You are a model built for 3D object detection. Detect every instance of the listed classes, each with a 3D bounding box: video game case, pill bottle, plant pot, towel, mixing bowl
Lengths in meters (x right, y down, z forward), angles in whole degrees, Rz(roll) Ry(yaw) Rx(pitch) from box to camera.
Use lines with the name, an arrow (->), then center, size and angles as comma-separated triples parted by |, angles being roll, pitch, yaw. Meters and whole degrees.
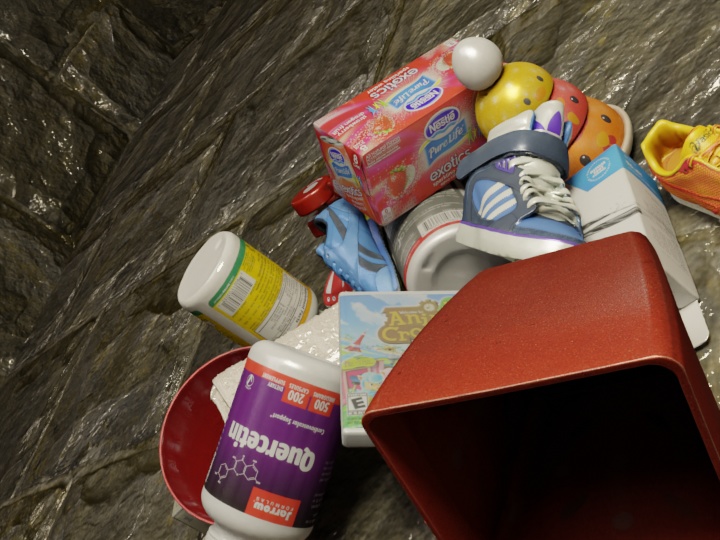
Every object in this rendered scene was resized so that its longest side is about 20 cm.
video game case -> 0.079, 0.081, 0.785 | 0.183, 0.196, 0.022 | -93, 3, -53
pill bottle -> -0.124, 0.048, 1.125 | 0.112, 0.199, 0.114 | -39, 29, 28
pill bottle -> -0.080, 0.176, 0.828 | 0.112, 0.111, 0.203 | 11, 82, 62
plant pot -> 0.146, 0.089, 0.600 | 0.197, 0.201, 0.177 | -16, 31, 29
pill bottle -> 0.085, -0.038, 0.970 | 0.114, 0.113, 0.201 | -47, 26, 14
towel -> -0.055, 0.121, 0.931 | 0.198, 0.035, 0.133 | -32, 59, -4
mixing bowl -> -0.114, 0.200, 0.986 | 0.196, 0.109, 0.203 | -6, 59, 10

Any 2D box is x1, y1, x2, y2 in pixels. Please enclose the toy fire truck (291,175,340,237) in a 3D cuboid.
toy fire truck -> 0.013, -0.110, 1.206 | 0.199, 0.113, 0.168 | -21, 22, 47

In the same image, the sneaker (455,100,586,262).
sneaker -> 0.152, -0.079, 0.760 | 0.200, 0.079, 0.149 | -152, 80, -72

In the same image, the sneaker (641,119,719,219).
sneaker -> 0.296, -0.075, 0.699 | 0.073, 0.077, 0.200 | -53, 27, -3

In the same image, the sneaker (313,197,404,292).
sneaker -> 0.000, 0.000, 0.966 | 0.077, 0.066, 0.202 | -21, 50, -1

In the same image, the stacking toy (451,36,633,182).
stacking toy -> 0.162, -0.155, 0.880 | 0.146, 0.199, 0.147 | -39, 29, 28

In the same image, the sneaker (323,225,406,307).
sneaker -> 0.011, 0.047, 1.047 | 0.113, 0.070, 0.202 | -54, 36, 43

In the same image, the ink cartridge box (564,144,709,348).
ink cartridge box -> 0.213, -0.001, 0.759 | 0.116, 0.067, 0.202 | -40, 30, 30

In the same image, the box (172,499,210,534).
box -> -0.173, 0.230, 1.130 | 0.095, 0.077, 0.202 | -40, 29, 27

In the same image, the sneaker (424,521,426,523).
sneaker -> 0.077, 0.170, 0.781 | 0.079, 0.096, 0.200 | -42, 52, 3

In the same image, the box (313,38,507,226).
box -> 0.062, -0.151, 0.940 | 0.199, 0.096, 0.099 | -34, 43, -17
